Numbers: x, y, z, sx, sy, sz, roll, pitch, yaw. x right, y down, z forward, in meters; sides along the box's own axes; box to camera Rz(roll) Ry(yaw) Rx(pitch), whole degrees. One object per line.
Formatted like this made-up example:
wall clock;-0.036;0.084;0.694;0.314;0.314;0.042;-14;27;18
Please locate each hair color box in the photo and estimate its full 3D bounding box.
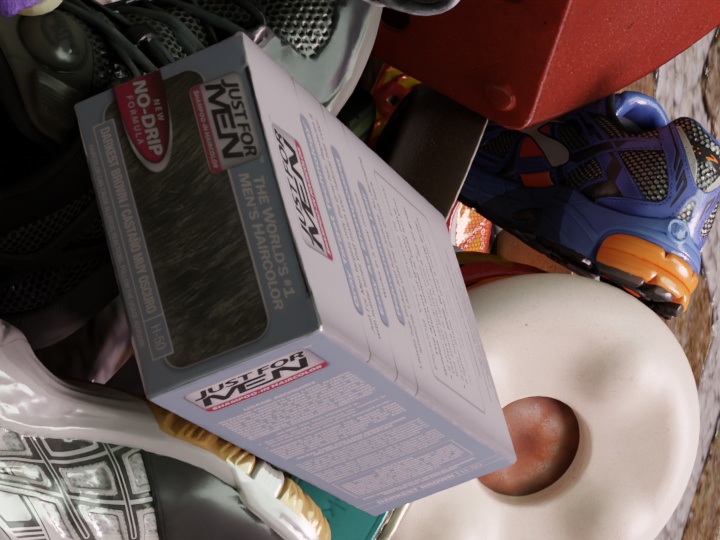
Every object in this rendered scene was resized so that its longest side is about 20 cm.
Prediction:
hair color box;-0.015;0.009;0.842;0.200;0.060;0.099;39;32;-65

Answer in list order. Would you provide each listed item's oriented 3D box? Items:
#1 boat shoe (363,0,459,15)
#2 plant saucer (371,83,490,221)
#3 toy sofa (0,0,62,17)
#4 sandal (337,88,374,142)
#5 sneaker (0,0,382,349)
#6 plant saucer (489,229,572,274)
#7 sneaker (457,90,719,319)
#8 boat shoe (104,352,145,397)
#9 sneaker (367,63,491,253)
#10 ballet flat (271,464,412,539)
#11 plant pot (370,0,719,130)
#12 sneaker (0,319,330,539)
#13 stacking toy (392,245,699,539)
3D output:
boat shoe;-0.043;-0.152;0.840;0.199;0.074;0.068;41;26;-17
plant saucer;0.000;0.000;1.081;0.201;0.032;0.200;-62;-174;11
toy sofa;-0.125;-0.176;0.762;0.083;0.097;0.201;45;56;-62
sandal;-0.049;-0.032;0.995;0.201;0.080;0.058;-32;142;-62
sneaker;-0.068;-0.069;0.862;0.199;0.076;0.114;-41;157;-17
plant saucer;0.073;0.055;1.296;0.200;0.035;0.201;-171;-90;-90
sneaker;0.100;-0.039;1.095;0.075;0.200;0.079;32;90;-27
boat shoe;-0.073;0.073;0.936;0.200;0.062;0.072;-40;158;-38
sneaker;0.030;-0.027;1.225;0.077;0.073;0.201;-69;167;-82
ballet flat;-0.043;0.134;0.961;0.200;0.069;0.069;-55;151;-7
plant pot;0.061;-0.177;1.027;0.176;0.200;0.200;-49;164;-41
sneaker;-0.105;0.073;0.838;0.200;0.076;0.088;27;77;-24
stacking toy;0.045;0.038;1.097;0.200;0.146;0.147;-124;-154;-63
